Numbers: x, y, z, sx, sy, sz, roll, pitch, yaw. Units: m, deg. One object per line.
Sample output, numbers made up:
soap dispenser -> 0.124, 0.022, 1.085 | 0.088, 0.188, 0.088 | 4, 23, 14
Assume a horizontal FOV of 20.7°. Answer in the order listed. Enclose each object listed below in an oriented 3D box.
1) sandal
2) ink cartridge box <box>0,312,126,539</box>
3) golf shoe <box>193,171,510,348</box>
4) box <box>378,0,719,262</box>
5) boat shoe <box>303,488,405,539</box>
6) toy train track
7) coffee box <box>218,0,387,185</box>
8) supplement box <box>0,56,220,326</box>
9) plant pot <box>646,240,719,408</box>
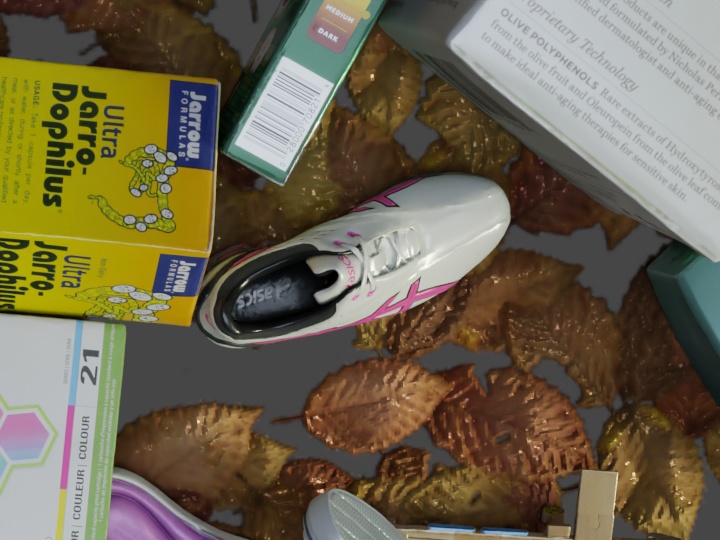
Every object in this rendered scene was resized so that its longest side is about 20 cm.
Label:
sandal -> -0.095, 0.193, 1.189 | 0.203, 0.050, 0.082 | 30, 94, -12
ink cartridge box -> -0.241, 0.096, 1.121 | 0.200, 0.076, 0.148 | 5, 83, -9
golf shoe -> 0.000, 0.000, 1.152 | 0.200, 0.092, 0.073 | -22, 100, -6
box -> 0.149, -0.139, 1.097 | 0.200, 0.199, 0.171 | 36, 92, -14
boat shoe -> 0.017, 0.217, 1.188 | 0.067, 0.074, 0.200 | -32, 113, 19
toy train track -> 0.099, 0.170, 1.228 | 0.200, 0.033, 0.115 | 4, 106, -4
coffee box -> -0.018, -0.148, 1.109 | 0.044, 0.123, 0.200 | 28, 93, -11
supplement box -> -0.184, -0.045, 1.087 | 0.200, 0.109, 0.110 | 5, 66, -9
plant pot -> 0.277, 0.044, 1.181 | 0.141, 0.141, 0.200 | -41, 95, 0
